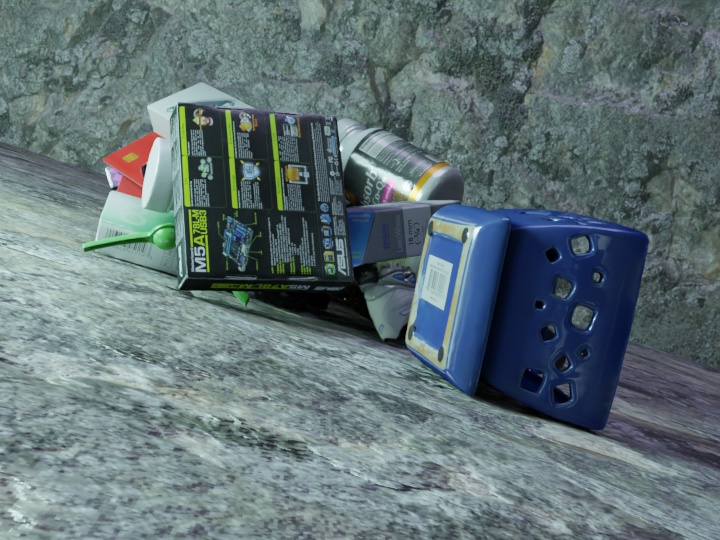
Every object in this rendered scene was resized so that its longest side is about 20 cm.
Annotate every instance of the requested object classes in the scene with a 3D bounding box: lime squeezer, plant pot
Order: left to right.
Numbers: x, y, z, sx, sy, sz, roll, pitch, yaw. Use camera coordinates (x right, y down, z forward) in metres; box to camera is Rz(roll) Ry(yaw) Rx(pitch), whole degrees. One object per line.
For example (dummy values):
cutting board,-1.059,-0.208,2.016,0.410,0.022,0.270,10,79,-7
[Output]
lime squeezer,-0.206,-0.020,1.155,0.196,0.072,0.038,18,-16,6
plant pot,0.157,0.032,1.068,0.176,0.204,0.200,10,5,-15

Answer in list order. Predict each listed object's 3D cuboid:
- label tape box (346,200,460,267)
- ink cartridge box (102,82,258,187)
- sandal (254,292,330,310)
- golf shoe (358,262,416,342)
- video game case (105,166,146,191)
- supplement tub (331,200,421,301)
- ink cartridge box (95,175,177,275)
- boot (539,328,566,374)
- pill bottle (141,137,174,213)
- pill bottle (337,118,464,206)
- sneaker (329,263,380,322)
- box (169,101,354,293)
label tape box,0.008,-0.046,1.271,0.197,0.065,0.143,-10,8,-35
ink cartridge box,-0.220,-0.167,1.336,0.175,0.045,0.199,-31,41,-28
sandal,-0.089,0.025,1.244,0.074,0.049,0.200,17,-10,25
golf shoe,0.075,0.052,1.270,0.078,0.099,0.198,-23,-19,40
video game case,-0.250,-0.126,1.465,0.197,0.036,0.182,-20,-15,-10
supplement tub,0.041,-0.007,1.511,0.197,0.148,0.145,18,3,13
ink cartridge box,-0.229,-0.068,1.272,0.158,0.051,0.201,16,31,-12
boot,0.240,0.100,1.451,0.198,0.071,0.173,18,3,44
pill bottle,-0.149,-0.092,1.207,0.197,0.113,0.111,13,4,-21
pill bottle,0.039,-0.130,1.452,0.198,0.118,0.116,31,10,28
sneaker,0.000,0.000,1.366,0.198,0.090,0.068,26,-31,20
box,-0.109,-0.078,1.131,0.189,0.204,0.048,0,-19,-22
